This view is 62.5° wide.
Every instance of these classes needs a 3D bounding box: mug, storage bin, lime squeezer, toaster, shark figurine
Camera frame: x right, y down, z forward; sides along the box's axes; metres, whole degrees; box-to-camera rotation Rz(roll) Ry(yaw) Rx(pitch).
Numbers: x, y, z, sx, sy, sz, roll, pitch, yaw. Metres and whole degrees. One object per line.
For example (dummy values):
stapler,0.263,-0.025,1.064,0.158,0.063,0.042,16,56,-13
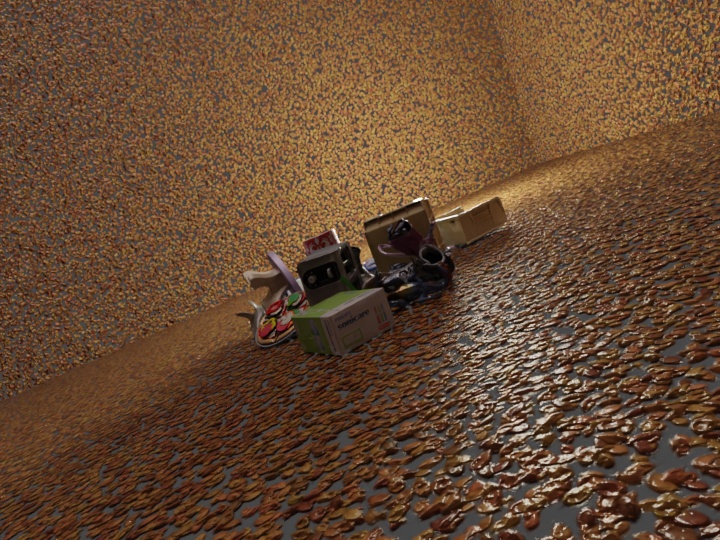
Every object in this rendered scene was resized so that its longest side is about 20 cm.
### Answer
mug,-0.103,-0.012,1.845,0.130,0.206,0.177,-23,7,-18
storage bin,0.129,-0.082,1.709,0.194,0.204,0.094,-19,10,19
storage bin,0.345,-0.155,1.943,0.195,0.096,0.198,-26,7,-27
lime squeezer,0.044,0.067,1.420,0.193,0.073,0.038,11,0,11
toaster,-0.068,0.036,1.523,0.115,0.187,0.200,-16,9,14
shark figurine,-0.334,0.129,1.887,0.130,0.089,0.213,-54,19,-8

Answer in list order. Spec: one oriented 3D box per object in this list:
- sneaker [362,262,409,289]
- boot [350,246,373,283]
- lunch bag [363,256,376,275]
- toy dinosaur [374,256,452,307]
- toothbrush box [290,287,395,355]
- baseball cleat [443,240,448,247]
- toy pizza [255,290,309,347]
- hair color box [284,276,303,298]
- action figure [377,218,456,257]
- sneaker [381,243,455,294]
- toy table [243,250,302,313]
sneaker,0.076,0.029,1.553,0.195,0.073,0.108,-18,9,-24
boot,0.000,0.000,1.667,0.194,0.136,0.067,0,15,30
lunch bag,0.108,-0.024,1.868,0.195,0.078,0.160,-24,9,-1
toy dinosaur,0.117,0.033,1.360,0.176,0.109,0.199,-2,-15,-25
toothbrush box,-0.041,0.108,1.264,0.143,0.089,0.198,-25,7,-29
baseball cleat,0.205,-0.108,1.874,0.104,0.204,0.070,-27,-39,6
toy pizza,-0.211,0.123,1.603,0.196,0.032,0.202,-29,28,17
hair color box,-0.198,0.078,1.942,0.059,0.103,0.199,-20,6,30
action figure,0.163,-0.051,1.561,0.150,0.197,0.135,-52,19,16
sneaker,0.132,-0.005,1.426,0.194,0.077,0.115,-18,-30,4
toy table,-0.259,0.046,1.762,0.116,0.187,0.200,-34,47,-13
